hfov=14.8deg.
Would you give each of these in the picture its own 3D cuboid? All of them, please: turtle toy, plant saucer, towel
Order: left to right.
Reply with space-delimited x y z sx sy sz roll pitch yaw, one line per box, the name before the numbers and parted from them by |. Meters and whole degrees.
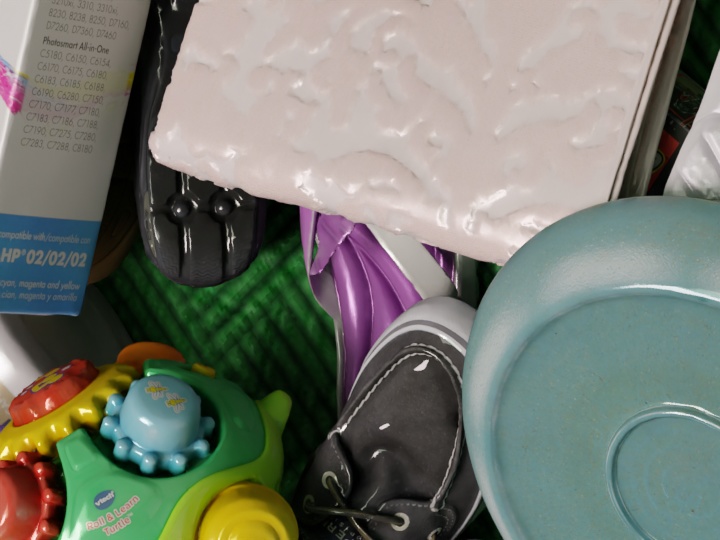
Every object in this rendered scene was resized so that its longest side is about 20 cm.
turtle toy | -0.115 0.097 1.067 0.199 0.146 0.101 -32 101 -3
towel | 0.032 -0.106 1.019 0.199 0.032 0.192 16 86 31
plant saucer | 0.118 0.070 0.954 0.199 0.027 0.201 16 124 25

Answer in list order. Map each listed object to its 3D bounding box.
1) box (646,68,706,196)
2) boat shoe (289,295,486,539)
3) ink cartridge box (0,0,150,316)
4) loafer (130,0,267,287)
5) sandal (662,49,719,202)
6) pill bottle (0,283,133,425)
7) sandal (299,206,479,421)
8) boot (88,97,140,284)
box | 0.143 0.041 1.003 0.200 0.040 0.137 44 123 21
boat shoe | 0.000 0.096 1.072 0.070 0.066 0.200 38 133 10
ink cartridge box | -0.147 -0.094 1.077 0.115 0.068 0.201 20 100 37
loafer | -0.064 -0.094 1.109 0.068 0.070 0.202 2 88 -8
sandal | 0.159 -0.071 0.949 0.079 0.059 0.208 30 103 14
pill bottle | -0.196 0.082 1.187 0.200 0.111 0.111 -40 76 18
sandal | 0.006 -0.001 1.088 0.082 0.050 0.204 -7 98 37
boot | -0.162 -0.098 1.176 0.155 0.073 0.202 4 100 34
